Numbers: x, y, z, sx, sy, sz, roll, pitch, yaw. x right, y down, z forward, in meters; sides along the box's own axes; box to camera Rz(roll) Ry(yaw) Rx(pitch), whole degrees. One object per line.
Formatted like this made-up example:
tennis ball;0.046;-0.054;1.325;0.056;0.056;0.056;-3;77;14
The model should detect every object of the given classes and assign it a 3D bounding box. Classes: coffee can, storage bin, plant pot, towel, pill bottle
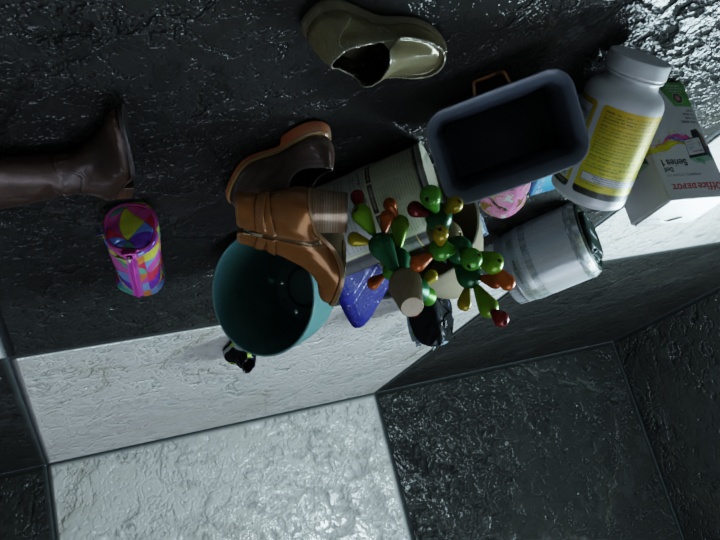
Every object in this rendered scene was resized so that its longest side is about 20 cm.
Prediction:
coffee can;0.025;-0.087;1.137;0.196;0.150;0.146;-20;162;14
storage bin;0.191;-0.192;1.025;0.196;0.149;0.134;-19;-171;9
plant pot;-0.130;0.034;1.299;0.197;0.205;0.160;-23;174;24
towel;0.000;0.000;1.316;0.149;0.049;0.201;-56;154;-18
pill bottle;0.347;-0.195;1.035;0.110;0.113;0.204;-5;124;-31
plant pot;0.134;-0.030;1.267;0.184;0.191;0.200;-20;150;14

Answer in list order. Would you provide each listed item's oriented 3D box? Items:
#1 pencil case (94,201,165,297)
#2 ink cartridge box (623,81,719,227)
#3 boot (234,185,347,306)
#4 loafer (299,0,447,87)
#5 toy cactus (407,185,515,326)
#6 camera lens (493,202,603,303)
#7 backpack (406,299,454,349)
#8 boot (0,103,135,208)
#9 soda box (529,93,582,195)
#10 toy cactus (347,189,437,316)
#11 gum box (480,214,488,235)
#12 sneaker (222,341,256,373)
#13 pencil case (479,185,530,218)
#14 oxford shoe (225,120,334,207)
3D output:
pencil case;-0.334;-0.025;1.116;0.086;0.090;0.201;-11;162;-13
ink cartridge box;0.453;-0.179;1.145;0.142;0.205;0.084;-6;161;-29
boot;-0.094;-0.034;1.033;0.150;0.075;0.203;1;131;-2
loafer;0.021;-0.236;0.824;0.196;0.069;0.076;-1;158;-38
toy cactus;0.118;-0.024;0.984;0.102;0.200;0.165;-41;-159;4
camera lens;0.400;-0.036;1.586;0.197;0.164;0.159;-24;160;26
backpack;0.175;0.115;1.880;0.151;0.167;0.199;-14;171;26
boot;-0.359;-0.123;0.854;0.195;0.066;0.187;-4;157;-19
soda box;0.311;-0.196;1.197;0.066;0.066;0.201;-14;162;-5
toy cactus;0.044;0.000;1.005;0.100;0.166;0.202;-23;124;7
gum box;0.133;-0.078;1.422;0.167;0.046;0.199;-23;160;21
sneaker;-0.298;0.218;1.862;0.070;0.085;0.200;-9;161;-17
pencil case;0.234;-0.154;1.228;0.082;0.087;0.200;-35;161;-3
oxford shoe;-0.114;-0.124;1.027;0.198;0.075;0.070;-30;157;37
